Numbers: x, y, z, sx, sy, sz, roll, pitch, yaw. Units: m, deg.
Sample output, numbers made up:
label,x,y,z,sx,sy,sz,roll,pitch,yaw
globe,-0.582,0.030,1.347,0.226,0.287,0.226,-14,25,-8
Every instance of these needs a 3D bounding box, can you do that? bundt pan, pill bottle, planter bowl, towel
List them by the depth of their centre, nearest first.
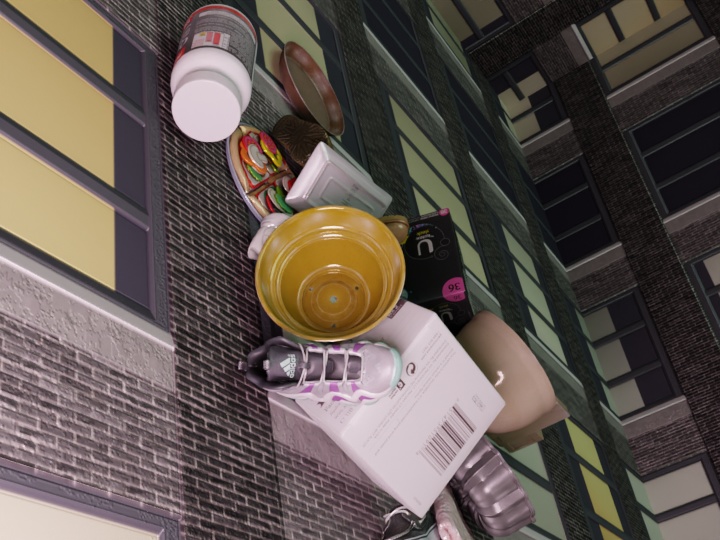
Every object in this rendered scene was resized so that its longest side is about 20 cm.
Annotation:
label,x,y,z,sx,sy,sz,roll,pitch,yaw
planter bowl,-0.038,0.021,1.163,0.084,0.195,0.204,85,-8,-59
pill bottle,-0.207,-0.280,1.238,0.116,0.114,0.203,47,26,-34
towel,0.163,0.426,1.336,0.194,0.032,0.200,62,3,-5
bundt pan,0.192,0.346,1.419,0.203,0.075,0.203,52,-14,18
planter bowl,0.207,0.188,1.447,0.201,0.134,0.201,51,-11,14

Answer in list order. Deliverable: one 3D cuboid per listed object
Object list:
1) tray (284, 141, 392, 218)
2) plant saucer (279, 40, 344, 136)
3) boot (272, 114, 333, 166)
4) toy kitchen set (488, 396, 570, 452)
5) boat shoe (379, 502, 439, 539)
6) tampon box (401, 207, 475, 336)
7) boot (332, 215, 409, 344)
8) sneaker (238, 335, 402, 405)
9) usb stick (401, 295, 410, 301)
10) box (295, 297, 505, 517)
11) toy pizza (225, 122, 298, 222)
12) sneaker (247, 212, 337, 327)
label,x,y,z,sx,sy,sz,roll,pitch,yaw
tray,-0.026,-0.110,1.385,0.022,0.109,0.199,31,-1,44
plant saucer,-0.098,-0.342,1.683,0.201,0.034,0.203,49,26,-34
boot,-0.045,-0.166,1.475,0.200,0.066,0.175,45,3,-40
toy kitchen set,0.325,0.241,1.826,0.200,0.161,0.183,42,29,-43
boat shoe,0.057,0.355,1.195,0.200,0.071,0.072,26,44,-73
tampon box,0.117,0.018,1.575,0.127,0.146,0.203,65,14,-45
boot,0.022,0.032,1.363,0.066,0.172,0.204,60,10,-62
sneaker,-0.059,0.117,1.037,0.139,0.196,0.080,22,62,-52
usb stick,0.047,0.060,1.441,0.198,0.056,0.033,32,-15,-11
box,0.056,0.177,1.175,0.201,0.200,0.130,48,-16,-31
toy pizza,-0.138,-0.143,1.360,0.201,0.031,0.203,50,25,-33
sneaker,-0.093,0.021,1.241,0.202,0.074,0.082,57,40,-21
